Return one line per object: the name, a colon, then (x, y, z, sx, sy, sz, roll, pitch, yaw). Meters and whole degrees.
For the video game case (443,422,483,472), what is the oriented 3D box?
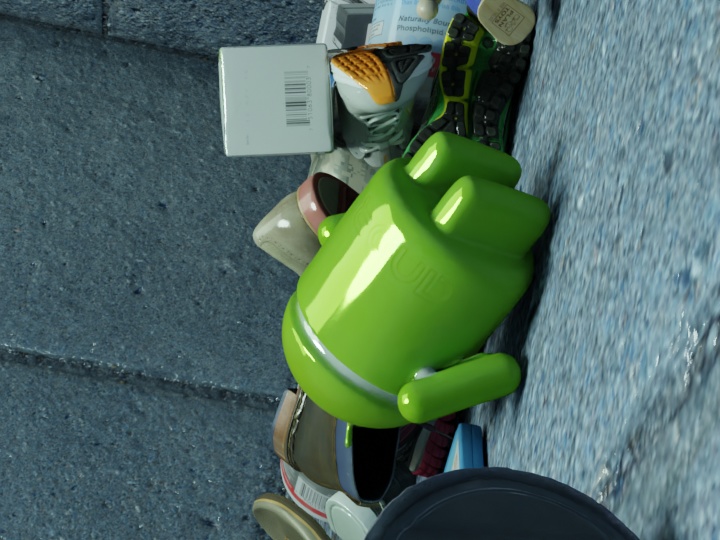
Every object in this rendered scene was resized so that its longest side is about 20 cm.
video game case: (0.054, 0.213, 0.913, 0.200, 0.018, 0.144, -85, 7, -56)

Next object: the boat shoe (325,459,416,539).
boat shoe: (0.020, 0.212, 1.108, 0.060, 0.076, 0.200, -39, -26, -22)

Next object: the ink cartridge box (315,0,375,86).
ink cartridge box: (0.031, -0.250, 1.515, 0.084, 0.144, 0.201, -117, 38, -81)

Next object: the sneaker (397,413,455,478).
sneaker: (0.042, 0.068, 1.067, 0.081, 0.074, 0.201, -87, 9, -61)

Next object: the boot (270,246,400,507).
boot: (0.004, 0.063, 1.010, 0.097, 0.074, 0.201, 34, 117, 46)

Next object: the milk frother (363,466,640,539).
milk frother: (0.039, 0.215, 0.527, 0.200, 0.180, 0.189, 45, 141, 29)

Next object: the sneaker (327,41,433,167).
sneaker: (0.017, -0.120, 1.088, 0.200, 0.075, 0.092, -100, 3, -79)

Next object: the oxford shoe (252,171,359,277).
oxford shoe: (0.000, 0.000, 1.104, 0.075, 0.200, 0.071, -29, 41, 24)

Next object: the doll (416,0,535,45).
doll: (0.085, -0.231, 1.037, 0.137, 0.048, 0.200, -54, 27, 24)

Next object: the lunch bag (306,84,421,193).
lunch bag: (0.013, -0.057, 1.300, 0.200, 0.139, 0.168, -92, 20, -66)

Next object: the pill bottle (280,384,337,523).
pill bottle: (0.001, 0.114, 1.224, 0.200, 0.113, 0.114, 105, 174, -46)

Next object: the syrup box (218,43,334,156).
syrup box: (-0.068, -0.129, 1.131, 0.200, 0.081, 0.079, -134, 41, -83)

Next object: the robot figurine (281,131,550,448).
robot figurine: (0.028, 0.013, 0.898, 0.200, 0.115, 0.176, -54, 42, 26)

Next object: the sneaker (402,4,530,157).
sneaker: (0.078, -0.099, 1.090, 0.085, 0.078, 0.201, 23, -94, -87)

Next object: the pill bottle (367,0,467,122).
pill bottle: (0.068, -0.230, 1.228, 0.109, 0.108, 0.201, 134, 146, -82)

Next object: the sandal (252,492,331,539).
sandal: (-0.033, 0.239, 1.096, 0.200, 0.054, 0.081, 45, 159, 40)
